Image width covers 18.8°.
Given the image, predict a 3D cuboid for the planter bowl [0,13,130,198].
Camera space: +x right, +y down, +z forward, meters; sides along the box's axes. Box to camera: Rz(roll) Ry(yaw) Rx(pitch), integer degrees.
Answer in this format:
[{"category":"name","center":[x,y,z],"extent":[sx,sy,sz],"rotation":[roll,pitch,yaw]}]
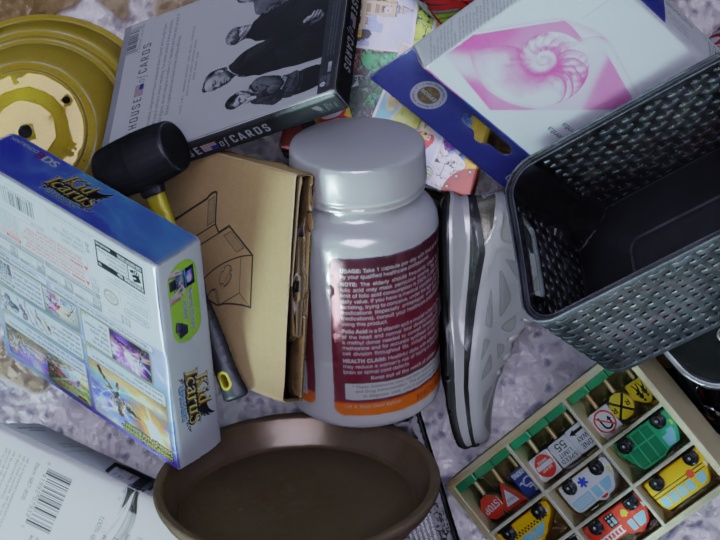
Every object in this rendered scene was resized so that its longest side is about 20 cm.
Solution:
[{"category":"planter bowl","center":[-0.243,-0.099,1.623],"extent":[0.200,0.083,0.201],"rotation":[0,86,2]}]

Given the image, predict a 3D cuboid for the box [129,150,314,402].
[{"category":"box","center":[-0.104,-0.006,1.558],"extent":[0.021,0.200,0.164],"rotation":[-7,106,-40]}]

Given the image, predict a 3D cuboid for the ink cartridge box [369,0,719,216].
[{"category":"ink cartridge box","center":[0.142,-0.119,1.503],"extent":[0.200,0.043,0.196],"rotation":[-34,125,30]}]

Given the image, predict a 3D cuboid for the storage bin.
[{"category":"storage bin","center":[0.207,-0.037,1.449],"extent":[0.200,0.094,0.135],"rotation":[-28,49,28]}]

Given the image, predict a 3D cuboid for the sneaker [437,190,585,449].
[{"category":"sneaker","center":[0.116,0.038,1.585],"extent":[0.115,0.076,0.201],"rotation":[-2,113,-1]}]

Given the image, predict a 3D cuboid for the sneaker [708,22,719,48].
[{"category":"sneaker","center":[0.263,-0.146,1.597],"extent":[0.200,0.112,0.071],"rotation":[-35,87,-1]}]

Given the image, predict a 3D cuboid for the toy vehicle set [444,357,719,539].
[{"category":"toy vehicle set","center":[0.166,0.149,1.567],"extent":[0.124,0.027,0.200],"rotation":[50,126,4]}]

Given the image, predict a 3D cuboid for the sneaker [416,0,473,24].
[{"category":"sneaker","center":[0.081,-0.193,1.542],"extent":[0.200,0.085,0.077],"rotation":[40,88,3]}]

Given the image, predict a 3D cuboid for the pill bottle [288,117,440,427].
[{"category":"pill bottle","center":[0.000,0.000,1.555],"extent":[0.114,0.114,0.200],"rotation":[-1,117,2]}]

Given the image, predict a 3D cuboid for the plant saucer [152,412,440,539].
[{"category":"plant saucer","center":[-0.044,0.156,1.510],"extent":[0.200,0.200,0.030],"rotation":[-2,115,1]}]

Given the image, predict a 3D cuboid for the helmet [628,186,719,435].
[{"category":"helmet","center":[0.291,0.011,1.550],"extent":[0.191,0.200,0.200],"rotation":[-42,86,0]}]

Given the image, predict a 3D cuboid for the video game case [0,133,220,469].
[{"category":"video game case","center":[-0.186,0.020,1.535],"extent":[0.200,0.182,0.045],"rotation":[29,47,35]}]

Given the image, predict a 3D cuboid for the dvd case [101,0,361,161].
[{"category":"dvd case","center":[-0.092,-0.147,1.562],"extent":[0.200,0.025,0.151],"rotation":[-17,46,26]}]

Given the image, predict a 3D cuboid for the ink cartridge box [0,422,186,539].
[{"category":"ink cartridge box","center":[-0.191,0.215,1.579],"extent":[0.200,0.084,0.145],"rotation":[24,93,14]}]

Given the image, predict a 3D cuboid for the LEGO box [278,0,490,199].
[{"category":"LEGO box","center":[0.037,-0.163,1.622],"extent":[0.149,0.077,0.200],"rotation":[15,87,3]}]

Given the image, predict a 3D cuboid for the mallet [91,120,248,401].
[{"category":"mallet","center":[-0.132,-0.002,1.520],"extent":[0.066,0.041,0.200],"rotation":[-12,97,27]}]

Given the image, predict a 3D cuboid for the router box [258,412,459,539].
[{"category":"router box","center":[-0.001,0.208,1.612],"extent":[0.149,0.051,0.200],"rotation":[-17,86,2]}]
